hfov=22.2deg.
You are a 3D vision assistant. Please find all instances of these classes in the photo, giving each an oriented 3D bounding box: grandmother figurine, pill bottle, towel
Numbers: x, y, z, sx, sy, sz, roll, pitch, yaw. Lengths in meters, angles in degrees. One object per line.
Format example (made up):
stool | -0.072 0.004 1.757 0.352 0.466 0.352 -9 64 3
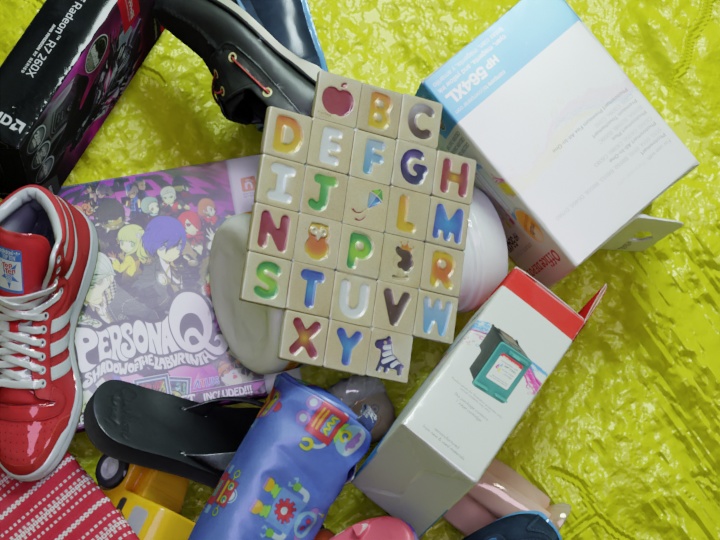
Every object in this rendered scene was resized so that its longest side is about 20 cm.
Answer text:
grandmother figurine | 0.059 0.142 1.363 0.199 0.061 0.122 34 71 -3
pill bottle | 0.000 0.000 1.329 0.199 0.116 0.117 -12 82 -28
towel | -0.264 0.173 1.297 0.144 0.023 0.200 -41 61 -10

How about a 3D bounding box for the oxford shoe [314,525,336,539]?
oxford shoe | -0.103 0.248 1.333 0.200 0.071 0.073 -42 61 -10

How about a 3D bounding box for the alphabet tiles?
alphabet tiles | 0.001 -0.030 1.263 0.165 0.006 0.202 13 78 -25

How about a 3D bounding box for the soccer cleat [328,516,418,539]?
soccer cleat | -0.022 0.252 1.298 0.200 0.076 0.067 -51 53 12

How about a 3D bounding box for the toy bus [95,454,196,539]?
toy bus | -0.172 0.220 1.304 0.078 0.065 0.201 16 76 40

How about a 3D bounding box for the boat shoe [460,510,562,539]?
boat shoe | 0.054 0.240 1.317 0.200 0.069 0.084 -44 92 10

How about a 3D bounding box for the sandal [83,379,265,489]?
sandal | -0.099 0.120 1.310 0.199 0.043 0.077 13 45 -33

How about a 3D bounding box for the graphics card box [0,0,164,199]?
graphics card box | -0.206 -0.150 1.327 0.051 0.126 0.201 28 69 8

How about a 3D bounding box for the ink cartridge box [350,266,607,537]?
ink cartridge box | 0.086 0.080 1.304 0.067 0.116 0.200 38 57 2

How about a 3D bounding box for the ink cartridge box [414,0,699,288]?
ink cartridge box | 0.145 -0.086 1.370 0.125 0.129 0.200 -39 86 -10

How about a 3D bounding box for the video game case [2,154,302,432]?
video game case | -0.154 0.018 1.369 0.198 0.036 0.183 -9 81 -7

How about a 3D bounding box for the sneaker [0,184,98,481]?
sneaker | -0.233 0.039 1.273 0.071 0.113 0.202 3 75 9

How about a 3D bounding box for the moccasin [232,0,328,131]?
moccasin | -0.058 -0.139 1.393 0.068 0.081 0.202 -15 69 -3

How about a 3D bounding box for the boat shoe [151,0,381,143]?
boat shoe | -0.078 -0.138 1.317 0.201 0.074 0.063 39 81 15

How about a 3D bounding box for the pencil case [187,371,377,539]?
pencil case | -0.065 0.170 1.264 0.087 0.078 0.201 34 81 -25
